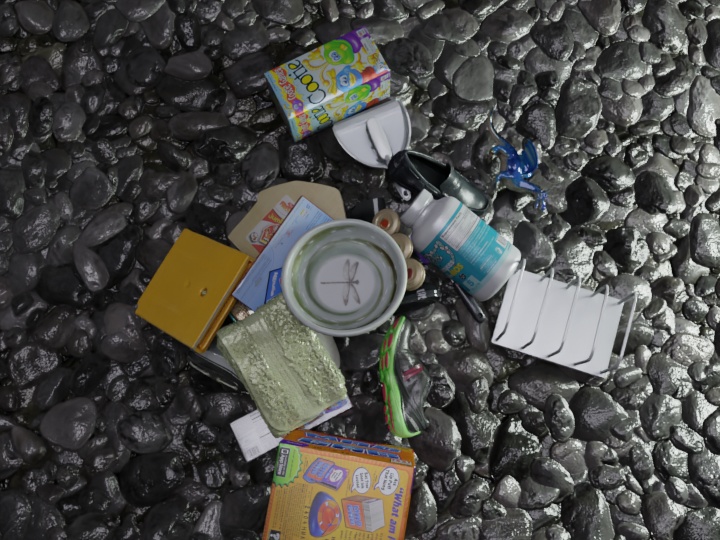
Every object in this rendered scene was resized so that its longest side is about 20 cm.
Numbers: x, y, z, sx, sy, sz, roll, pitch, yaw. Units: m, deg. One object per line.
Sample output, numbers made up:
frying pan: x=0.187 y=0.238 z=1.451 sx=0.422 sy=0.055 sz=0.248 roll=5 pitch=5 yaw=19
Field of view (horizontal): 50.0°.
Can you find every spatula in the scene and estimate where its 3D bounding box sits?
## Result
spatula: x=0.156 y=0.007 z=1.350 sx=0.056 sy=0.021 sz=0.200 roll=-32 pitch=79 yaw=-10

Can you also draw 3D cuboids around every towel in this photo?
towel: x=-0.122 y=0.148 z=1.219 sx=0.148 sy=0.036 sz=0.201 roll=-32 pitch=95 yaw=-11

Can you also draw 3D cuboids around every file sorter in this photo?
file sorter: x=0.337 y=0.078 z=1.276 sx=0.199 sy=0.125 sz=0.139 roll=17 pitch=79 yaw=5

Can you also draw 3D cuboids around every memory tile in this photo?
memory tile: x=0.000 y=0.000 z=1.278 sx=0.200 sy=0.017 sz=0.154 roll=-32 pitch=64 yaw=19

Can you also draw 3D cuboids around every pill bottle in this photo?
pill bottle: x=0.162 y=-0.048 z=1.298 sx=0.200 sy=0.111 sz=0.111 roll=39 pitch=81 yaw=-1

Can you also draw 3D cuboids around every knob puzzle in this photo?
knob puzzle: x=-0.106 y=-0.068 z=1.359 sx=0.218 sy=0.030 sz=0.221 roll=0 pitch=90 yaw=11

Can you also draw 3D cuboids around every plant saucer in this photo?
plant saucer: x=-0.025 y=0.017 z=1.226 sx=0.199 sy=0.050 sz=0.201 roll=-1 pitch=66 yaw=3

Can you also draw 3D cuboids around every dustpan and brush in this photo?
dustpan and brush: x=0.045 y=-0.209 z=1.383 sx=0.139 sy=0.057 sz=0.201 roll=-23 pitch=80 yaw=-4

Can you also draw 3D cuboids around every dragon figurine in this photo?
dragon figurine: x=0.280 y=-0.194 z=1.372 sx=0.099 sy=0.059 sz=0.201 roll=-8 pitch=78 yaw=0

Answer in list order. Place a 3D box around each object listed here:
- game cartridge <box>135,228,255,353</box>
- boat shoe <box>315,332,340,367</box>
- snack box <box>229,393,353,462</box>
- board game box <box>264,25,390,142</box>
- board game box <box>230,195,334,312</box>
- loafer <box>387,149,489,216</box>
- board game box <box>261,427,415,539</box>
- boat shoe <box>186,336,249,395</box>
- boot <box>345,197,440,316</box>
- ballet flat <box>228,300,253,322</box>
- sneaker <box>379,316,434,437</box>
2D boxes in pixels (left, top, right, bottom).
game cartridge: x=-0.282 y=0.029 z=1.304 sx=0.200 sy=0.032 sz=0.177 roll=21 pitch=76 yaw=44
boat shoe: x=-0.115 y=0.103 z=1.317 sx=0.200 sy=0.072 sz=0.069 roll=48 pitch=122 yaw=5
snack box: x=-0.116 y=0.245 z=1.303 sx=0.199 sy=0.024 sz=0.072 roll=-27 pitch=77 yaw=-4
board game box: x=-0.057 y=-0.335 z=1.393 sx=0.199 sy=0.103 sz=0.105 roll=-27 pitch=78 yaw=-4
board game box: x=-0.112 y=-0.012 z=1.259 sx=0.103 sy=0.019 sz=0.200 roll=37 pitch=78 yaw=-11
loafer: x=0.142 y=-0.150 z=1.334 sx=0.200 sy=0.070 sz=0.068 roll=24 pitch=64 yaw=-18
board game box: x=-0.031 y=0.365 z=1.172 sx=0.199 sy=0.200 sz=0.201 roll=10 pitch=84 yaw=4
boat shoe: x=-0.204 y=0.173 z=1.306 sx=0.199 sy=0.071 sz=0.064 roll=29 pitch=118 yaw=10
boot: x=0.049 y=-0.029 z=1.308 sx=0.164 sy=0.065 sz=0.201 roll=-19 pitch=72 yaw=36
ballet flat: x=-0.161 y=0.097 z=1.284 sx=0.065 sy=0.071 sz=0.200 roll=-39 pitch=80 yaw=6
sneaker: x=0.079 y=0.177 z=1.297 sx=0.083 sy=0.077 sz=0.201 roll=-1 pitch=80 yaw=-16
